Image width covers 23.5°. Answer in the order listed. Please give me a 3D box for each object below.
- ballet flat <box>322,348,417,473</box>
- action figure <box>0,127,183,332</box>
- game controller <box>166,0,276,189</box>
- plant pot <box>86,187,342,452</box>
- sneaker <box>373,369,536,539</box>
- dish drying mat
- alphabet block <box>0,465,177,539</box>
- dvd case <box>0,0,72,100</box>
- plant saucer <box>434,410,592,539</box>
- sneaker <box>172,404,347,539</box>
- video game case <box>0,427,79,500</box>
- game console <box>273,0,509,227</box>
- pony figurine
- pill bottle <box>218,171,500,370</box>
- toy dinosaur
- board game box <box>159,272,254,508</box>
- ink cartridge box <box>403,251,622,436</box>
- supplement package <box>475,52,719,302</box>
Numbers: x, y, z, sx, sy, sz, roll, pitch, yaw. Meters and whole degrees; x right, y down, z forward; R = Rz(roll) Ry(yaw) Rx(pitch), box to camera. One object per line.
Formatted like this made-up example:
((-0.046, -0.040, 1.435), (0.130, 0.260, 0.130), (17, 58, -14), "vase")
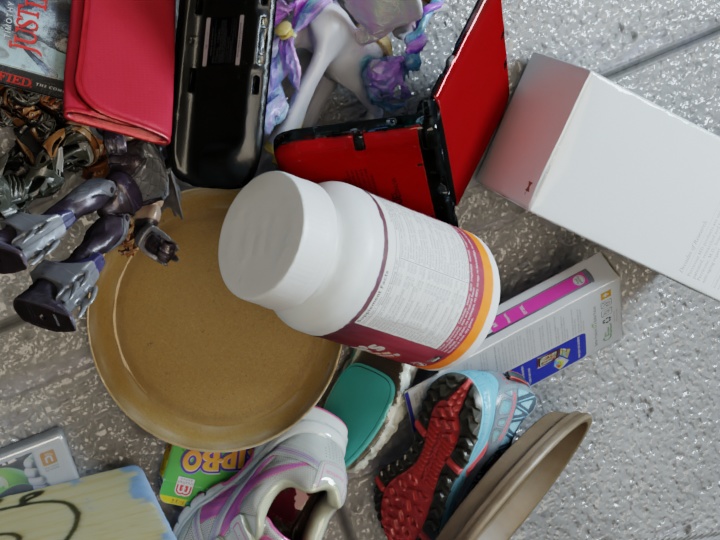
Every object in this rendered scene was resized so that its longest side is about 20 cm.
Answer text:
((0.029, 0.075, 1.385), (0.071, 0.072, 0.202), (20, 98, -19), "ballet flat")
((-0.177, -0.045, 1.230), (0.200, 0.069, 0.131), (-50, 125, -38), "action figure")
((-0.094, -0.158, 1.208), (0.042, 0.104, 0.203), (4, 92, -45), "game controller")
((-0.110, 0.037, 1.326), (0.197, 0.027, 0.203), (0, 94, 3), "plant pot")
((0.082, 0.159, 1.385), (0.095, 0.080, 0.201), (-8, 141, -36), "sneaker")
((-0.166, -0.170, 1.214), (0.076, 0.202, 0.018), (15, 135, -19), "dish drying mat")
((-0.225, 0.282, 1.271), (0.198, 0.195, 0.199), (-13, 104, -14), "alphabet block")
((-0.227, -0.180, 1.218), (0.198, 0.147, 0.022), (13, 135, -17), "dvd case")
((0.112, 0.186, 1.383), (0.029, 0.200, 0.201), (40, 90, 16), "plant saucer")
((-0.081, 0.200, 1.337), (0.081, 0.088, 0.201), (30, 110, -23), "sneaker")
((-0.298, 0.240, 1.352), (0.198, 0.023, 0.184), (-20, 107, -10), "video game case")
((0.029, -0.110, 1.289), (0.170, 0.200, 0.120), (-6, 69, 5), "game console")
((-0.023, -0.178, 1.279), (0.201, 0.166, 0.193), (-54, 142, -2), "pony figurine")
((0.000, 0.000, 1.245), (0.199, 0.109, 0.111), (19, 98, -42), "pill bottle")
((-0.226, -0.094, 1.262), (0.136, 0.102, 0.200), (-42, 93, -19), "toy dinosaur")
((-0.092, 0.095, 1.373), (0.094, 0.030, 0.202), (14, 96, -17), "board game box")
((0.120, 0.065, 1.395), (0.199, 0.037, 0.095), (-29, 147, -9), "ink cartridge box")
((0.213, -0.073, 1.367), (0.198, 0.117, 0.118), (23, 97, -22), "supplement package")
